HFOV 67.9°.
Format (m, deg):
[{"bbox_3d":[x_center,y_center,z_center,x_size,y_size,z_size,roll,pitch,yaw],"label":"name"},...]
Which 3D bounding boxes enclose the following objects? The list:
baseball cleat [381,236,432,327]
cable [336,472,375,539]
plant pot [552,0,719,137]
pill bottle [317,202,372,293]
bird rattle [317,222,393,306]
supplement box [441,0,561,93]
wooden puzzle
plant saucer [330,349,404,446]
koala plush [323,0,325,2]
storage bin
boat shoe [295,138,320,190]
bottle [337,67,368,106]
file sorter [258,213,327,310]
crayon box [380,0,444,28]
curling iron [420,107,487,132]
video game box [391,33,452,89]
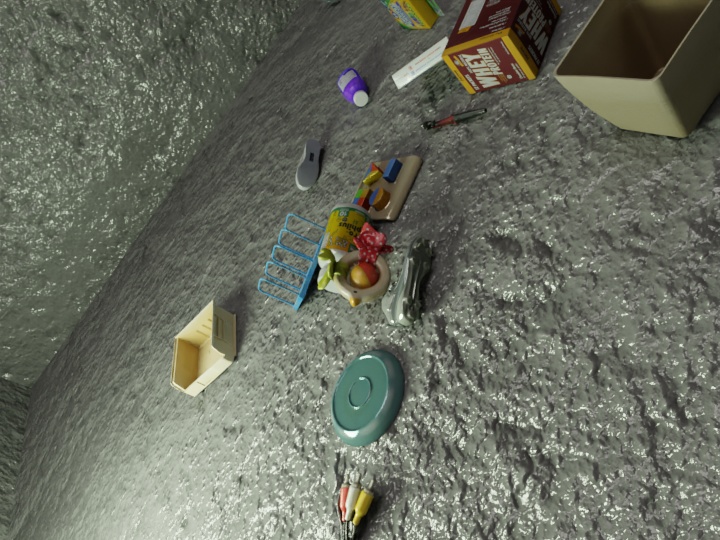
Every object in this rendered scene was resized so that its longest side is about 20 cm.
[{"bbox_3d":[0.092,0.022,1.133,0.105,0.069,0.204,-20,44,48],"label":"baseball cleat"},{"bbox_3d":[-0.028,0.461,0.935,0.096,0.050,0.204,-11,53,46],"label":"cable"},{"bbox_3d":[0.475,-0.332,0.862,0.202,0.176,0.200,-54,35,0],"label":"plant pot"},{"bbox_3d":[-0.042,-0.053,1.314,0.111,0.112,0.204,-14,52,43],"label":"pill bottle"},{"bbox_3d":[0.000,0.000,1.188,0.164,0.197,0.114,54,151,28],"label":"bird rattle"},{"bbox_3d":[0.330,-0.556,1.256,0.195,0.132,0.203,6,67,51],"label":"supplement box"},{"bbox_3d":[0.050,-0.219,1.395,0.198,0.046,0.188,9,69,52],"label":"wooden puzzle"},{"bbox_3d":[0.005,0.252,1.088,0.198,0.027,0.203,-31,41,31],"label":"plant saucer"},{"bbox_3d":[-0.142,-1.317,2.442,0.175,0.185,0.201,-32,19,15],"label":"koala plush"},{"bbox_3d":[-0.471,0.237,1.610,0.199,0.093,0.201,-40,37,20],"label":"storage bin"},{"bbox_3d":[-0.176,-0.335,1.753,0.070,0.069,0.204,128,152,-56],"label":"boat shoe"},{"bbox_3d":[-0.021,-0.603,1.771,0.083,0.065,0.202,-44,37,16],"label":"bottle"},{"bbox_3d":[-0.174,-0.026,1.398,0.139,0.120,0.204,132,161,-69],"label":"file sorter"},{"bbox_3d":[0.161,-0.825,1.680,0.052,0.125,0.199,-54,35,1],"label":"crayon box"},{"bbox_3d":[0.227,-0.369,1.316,0.197,0.026,0.049,1,26,46],"label":"curling iron"},{"bbox_3d":[0.196,-0.568,1.425,0.180,0.047,0.200,-27,13,37],"label":"video game box"}]
